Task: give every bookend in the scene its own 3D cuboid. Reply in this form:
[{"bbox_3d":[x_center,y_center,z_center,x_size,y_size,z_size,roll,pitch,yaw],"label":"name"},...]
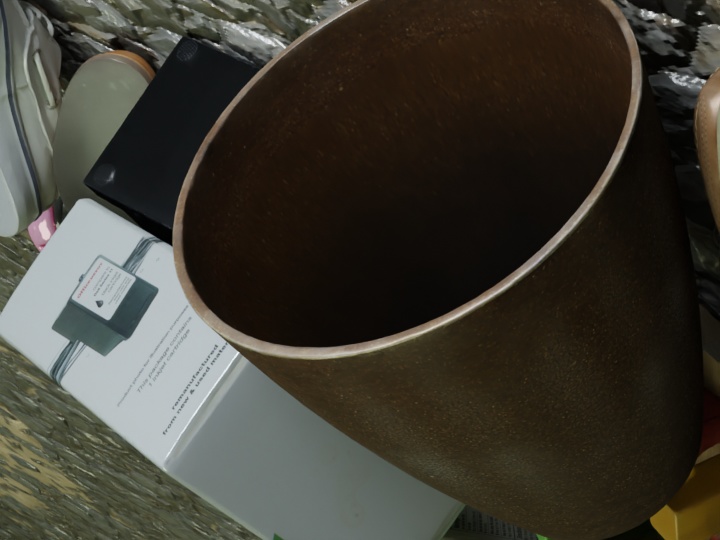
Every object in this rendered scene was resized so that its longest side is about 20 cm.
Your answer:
[{"bbox_3d":[0.000,0.000,0.959,0.199,0.092,0.200,26,167,33],"label":"bookend"}]

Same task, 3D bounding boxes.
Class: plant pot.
[{"bbox_3d":[0.056,0.016,0.752,0.187,0.187,0.200,13,150,41],"label":"plant pot"}]

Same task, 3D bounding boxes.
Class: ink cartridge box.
[{"bbox_3d":[-0.062,0.057,0.879,0.147,0.083,0.200,39,174,-34],"label":"ink cartridge box"}]

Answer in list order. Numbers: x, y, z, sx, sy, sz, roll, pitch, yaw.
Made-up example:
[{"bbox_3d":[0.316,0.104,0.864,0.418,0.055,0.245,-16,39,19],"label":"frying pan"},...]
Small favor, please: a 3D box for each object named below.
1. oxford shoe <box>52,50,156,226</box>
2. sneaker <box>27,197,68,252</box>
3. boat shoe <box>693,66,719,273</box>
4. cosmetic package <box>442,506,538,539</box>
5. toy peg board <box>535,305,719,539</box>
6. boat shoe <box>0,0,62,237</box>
[{"bbox_3d":[-0.121,-0.052,1.057,0.071,0.071,0.200,13,139,13],"label":"oxford shoe"},{"bbox_3d":[-0.116,0.005,1.187,0.095,0.079,0.200,-2,145,38],"label":"sneaker"},{"bbox_3d":[0.164,-0.006,0.730,0.068,0.072,0.200,29,157,51],"label":"boat shoe"},{"bbox_3d":[0.081,0.168,1.056,0.200,0.071,0.105,10,-168,2],"label":"cosmetic package"},{"bbox_3d":[0.150,0.141,0.857,0.199,0.098,0.200,-132,25,-53],"label":"toy peg board"},{"bbox_3d":[-0.190,-0.110,1.009,0.072,0.066,0.200,21,137,34],"label":"boat shoe"}]
